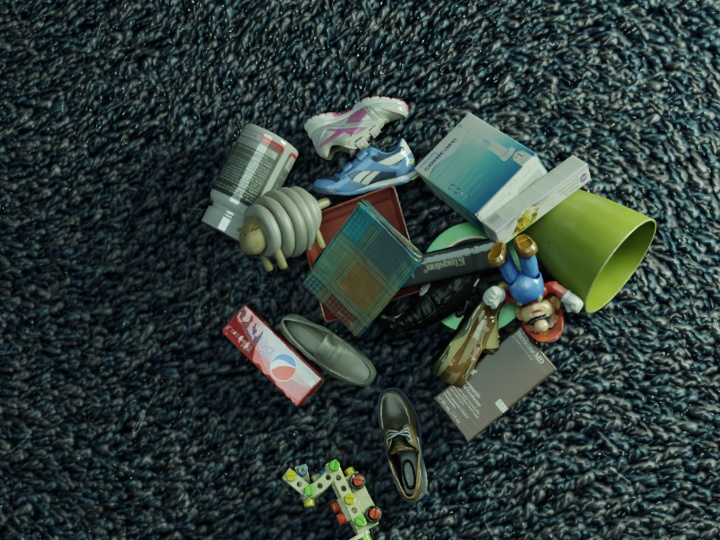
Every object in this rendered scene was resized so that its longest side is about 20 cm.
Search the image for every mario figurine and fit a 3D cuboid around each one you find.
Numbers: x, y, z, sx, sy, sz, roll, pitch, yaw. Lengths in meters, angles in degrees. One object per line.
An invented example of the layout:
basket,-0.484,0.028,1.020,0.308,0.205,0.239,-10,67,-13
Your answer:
mario figurine,0.282,0.046,1.439,0.123,0.201,0.106,8,47,49

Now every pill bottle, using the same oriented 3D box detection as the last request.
pill bottle,-0.208,-0.158,1.632,0.113,0.114,0.201,27,86,11

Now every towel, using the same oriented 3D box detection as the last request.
towel,0.000,0.000,1.502,0.147,0.022,0.200,43,117,10

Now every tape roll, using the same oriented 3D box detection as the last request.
tape roll,0.206,0.015,1.576,0.198,0.048,0.203,-1,82,9

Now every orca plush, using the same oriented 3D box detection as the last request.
orca plush,0.126,0.044,1.509,0.198,0.071,0.106,-22,90,-5

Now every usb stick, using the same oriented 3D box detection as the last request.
usb stick,0.151,-0.013,1.488,0.198,0.033,0.056,-12,107,9

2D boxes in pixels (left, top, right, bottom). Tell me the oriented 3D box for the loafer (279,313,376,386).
loafer,-0.062,0.145,1.587,0.199,0.070,0.070,29,87,12

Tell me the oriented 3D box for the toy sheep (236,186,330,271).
toy sheep,-0.132,-0.082,1.564,0.199,0.138,0.138,-30,75,-36

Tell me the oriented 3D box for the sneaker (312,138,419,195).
sneaker,0.006,-0.186,1.616,0.198,0.074,0.083,-13,104,-1

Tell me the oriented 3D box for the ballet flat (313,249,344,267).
ballet flat,-0.001,-0.022,1.552,0.198,0.073,0.074,-6,80,19

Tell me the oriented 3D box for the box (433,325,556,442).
box,0.234,0.199,1.534,0.200,0.075,0.100,-40,78,-1

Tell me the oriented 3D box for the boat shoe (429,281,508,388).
boat shoe,0.199,0.112,1.500,0.074,0.076,0.201,38,80,2

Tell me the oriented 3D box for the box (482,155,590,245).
box,0.292,-0.115,1.459,0.199,0.039,0.041,-37,44,-9

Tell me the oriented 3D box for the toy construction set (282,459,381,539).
toy construction set,-0.043,0.418,1.533,0.130,0.092,0.202,-22,86,-20

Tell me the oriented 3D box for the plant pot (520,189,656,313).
plant pot,0.366,-0.061,1.512,0.200,0.187,0.188,39,89,28

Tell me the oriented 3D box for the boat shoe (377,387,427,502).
boat shoe,0.076,0.303,1.541,0.072,0.072,0.202,-18,79,5

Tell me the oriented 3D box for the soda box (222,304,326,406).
soda box,-0.157,0.155,1.604,0.200,0.063,0.070,42,90,11

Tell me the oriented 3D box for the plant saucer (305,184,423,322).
plant saucer,0.003,-0.028,1.606,0.198,0.037,0.202,-19,80,17

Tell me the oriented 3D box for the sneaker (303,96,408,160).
sneaker,-0.002,-0.260,1.638,0.198,0.081,0.089,-17,81,14

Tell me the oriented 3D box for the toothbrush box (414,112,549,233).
toothbrush box,0.211,-0.166,1.536,0.146,0.085,0.200,-46,43,0
